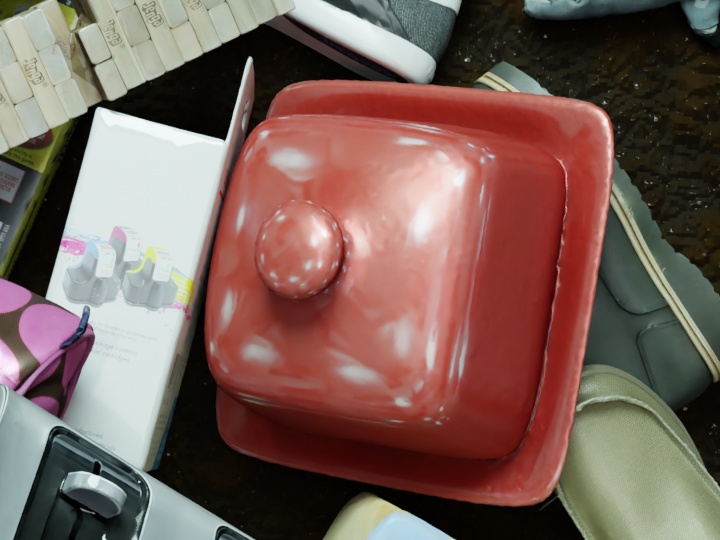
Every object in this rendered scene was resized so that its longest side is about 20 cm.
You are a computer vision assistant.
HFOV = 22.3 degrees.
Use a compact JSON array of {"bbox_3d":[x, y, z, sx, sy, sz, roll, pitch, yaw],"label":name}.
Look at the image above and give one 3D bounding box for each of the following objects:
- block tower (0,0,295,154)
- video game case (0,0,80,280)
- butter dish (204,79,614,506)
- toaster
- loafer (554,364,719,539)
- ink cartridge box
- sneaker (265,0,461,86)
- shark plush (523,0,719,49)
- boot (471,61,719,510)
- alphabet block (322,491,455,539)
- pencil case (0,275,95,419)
[{"bbox_3d":[-0.132,-0.103,0.852,0.199,0.058,0.054,-27,104,-12],"label":"block tower"},{"bbox_3d":[-0.243,-0.101,0.939,0.199,0.026,0.182,24,84,-1],"label":"video game case"},{"bbox_3d":[0.000,0.000,0.862,0.199,0.148,0.201,8,87,27],"label":"butter dish"},{"bbox_3d":[-0.129,0.153,0.742,0.180,0.199,0.119,36,53,-25],"label":"toaster"},{"bbox_3d":[0.155,0.133,0.904,0.076,0.067,0.200,-37,106,2],"label":"loafer"},{"bbox_3d":[-0.108,-0.007,0.896,0.067,0.115,0.202,15,84,-1],"label":"ink cartridge box"},{"bbox_3d":[-0.032,-0.184,0.944,0.199,0.073,0.112,28,80,-10],"label":"sneaker"},{"bbox_3d":[0.186,-0.160,0.977,0.199,0.091,0.084,6,105,-24],"label":"shark plush"},{"bbox_3d":[0.088,0.009,0.934,0.138,0.077,0.200,-39,88,-2],"label":"boot"},{"bbox_3d":[0.038,0.234,0.847,0.195,0.200,0.197,32,84,-2],"label":"alphabet block"},{"bbox_3d":[-0.211,0.004,0.793,0.199,0.094,0.091,33,108,9],"label":"pencil case"}]
